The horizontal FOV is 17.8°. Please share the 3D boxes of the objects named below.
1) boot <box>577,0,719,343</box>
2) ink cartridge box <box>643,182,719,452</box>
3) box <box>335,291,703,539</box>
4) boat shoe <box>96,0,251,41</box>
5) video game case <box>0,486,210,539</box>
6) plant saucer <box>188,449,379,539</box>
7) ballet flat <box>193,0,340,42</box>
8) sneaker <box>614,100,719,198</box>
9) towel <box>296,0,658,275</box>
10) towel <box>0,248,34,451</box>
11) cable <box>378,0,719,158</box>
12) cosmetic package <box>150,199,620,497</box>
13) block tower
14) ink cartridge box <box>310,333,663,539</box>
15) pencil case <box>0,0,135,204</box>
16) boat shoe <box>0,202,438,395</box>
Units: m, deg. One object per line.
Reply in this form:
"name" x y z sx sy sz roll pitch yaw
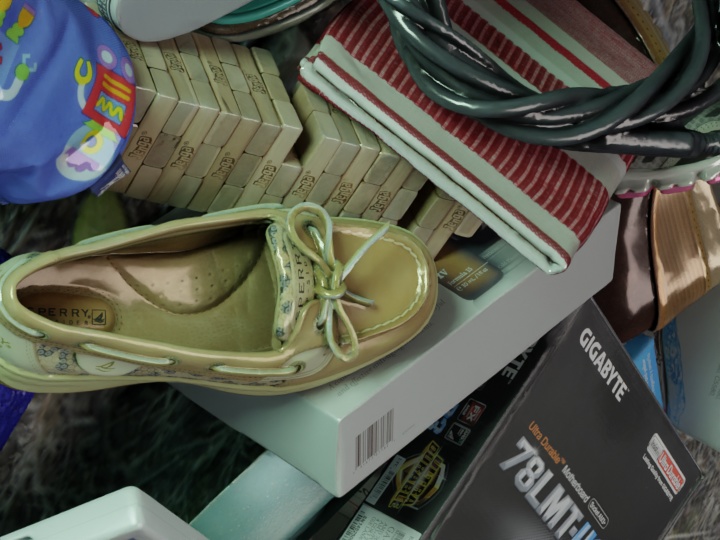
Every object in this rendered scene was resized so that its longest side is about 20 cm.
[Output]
"boot" 0.095 -0.049 1.210 0.166 0.072 0.201 -23 94 -9
"ink cartridge box" 0.218 0.007 1.323 0.146 0.200 0.147 -10 122 -52
"box" 0.077 0.130 1.147 0.199 0.050 0.200 -53 142 -14
"boat shoe" -0.021 -0.158 0.922 0.199 0.057 0.069 -24 147 -11
"video game case" -0.132 0.163 1.003 0.182 0.023 0.200 -22 149 13
"plant saucer" -0.041 0.116 1.098 0.200 0.036 0.200 -43 174 -6
"ballet flat" 0.000 -0.159 1.014 0.200 0.067 0.064 -49 157 -18
"sneaker" 0.117 -0.082 1.149 0.074 0.199 0.088 -48 131 -78
"towel" 0.060 -0.085 1.029 0.023 0.144 0.200 -51 -178 34
"towel" -0.198 0.039 0.891 0.148 0.049 0.200 -57 148 -6
"cable" 0.091 -0.131 0.991 0.199 0.051 0.164 3 83 -26
"cosmetic package" 0.000 0.000 1.050 0.200 0.150 0.052 -36 141 -36
"block tower" -0.034 -0.055 0.970 0.199 0.058 0.054 12 127 -33
"ink cartridge box" 0.059 0.098 1.243 0.200 0.115 0.068 -46 144 -25
"pencil case" -0.161 -0.083 0.824 0.200 0.078 0.087 29 83 -58
"boat shoe" -0.054 0.013 0.917 0.199 0.063 0.074 -9 80 -23
